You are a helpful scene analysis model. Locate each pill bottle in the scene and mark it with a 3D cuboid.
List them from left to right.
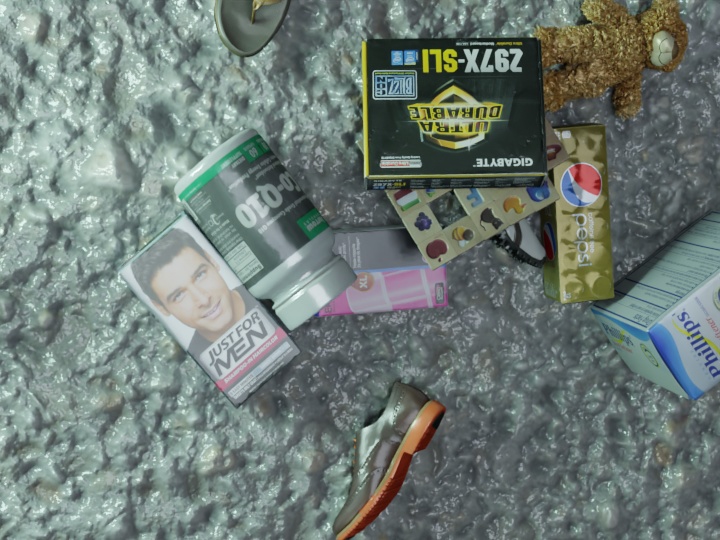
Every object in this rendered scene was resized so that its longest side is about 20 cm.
[{"bbox_3d":[-0.099,-0.043,1.462,0.113,0.113,0.200,-38,93,-4],"label":"pill bottle"}]

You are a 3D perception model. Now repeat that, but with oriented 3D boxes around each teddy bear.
[{"bbox_3d":[0.284,-0.245,1.546,0.198,0.067,0.146,2,99,-10],"label":"teddy bear"}]

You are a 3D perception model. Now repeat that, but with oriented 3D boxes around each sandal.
[{"bbox_3d":[-0.089,-0.325,1.473,0.082,0.055,0.200,39,89,-12],"label":"sandal"}]

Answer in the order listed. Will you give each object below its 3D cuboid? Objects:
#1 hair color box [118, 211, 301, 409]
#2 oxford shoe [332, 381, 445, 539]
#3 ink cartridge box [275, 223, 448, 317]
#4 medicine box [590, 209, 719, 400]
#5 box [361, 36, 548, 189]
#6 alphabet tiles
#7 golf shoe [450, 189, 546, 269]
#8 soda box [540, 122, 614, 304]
[{"bbox_3d":[-0.167,0.043,1.501,0.099,0.061,0.200,-40,101,-3],"label":"hair color box"},{"bbox_3d":[0.018,0.222,1.565,0.072,0.071,0.201,34,93,16],"label":"oxford shoe"},{"bbox_3d":[0.000,0.000,1.541,0.198,0.037,0.096,-4,97,-8],"label":"ink cartridge box"},{"bbox_3d":[0.390,0.033,1.540,0.200,0.182,0.103,-38,101,-4],"label":"medicine box"},{"bbox_3d":[0.101,-0.172,1.480,0.198,0.049,0.161,0,75,-1],"label":"box"},{"bbox_3d":[0.122,-0.119,1.495,0.199,0.008,0.168,-29,78,-8],"label":"alphabet tiles"},{"bbox_3d":[0.158,-0.090,1.537,0.094,0.078,0.200,-44,103,-3],"label":"golf shoe"},{"bbox_3d":[0.247,-0.066,1.562,0.067,0.064,0.202,-6,98,-10],"label":"soda box"}]
